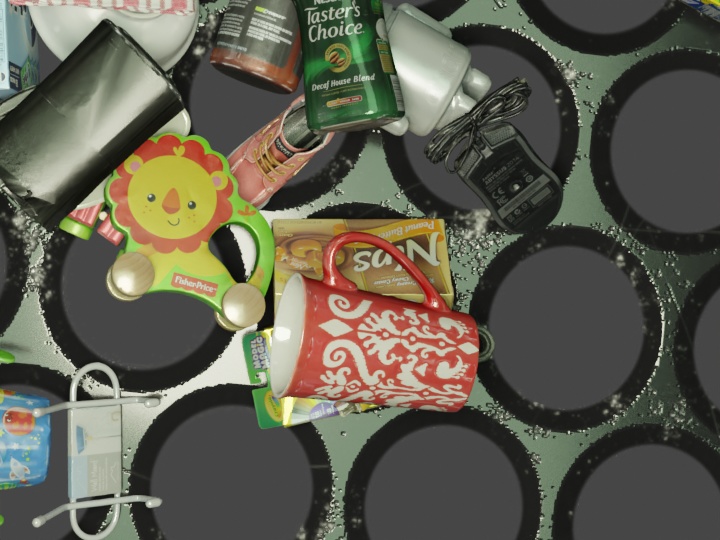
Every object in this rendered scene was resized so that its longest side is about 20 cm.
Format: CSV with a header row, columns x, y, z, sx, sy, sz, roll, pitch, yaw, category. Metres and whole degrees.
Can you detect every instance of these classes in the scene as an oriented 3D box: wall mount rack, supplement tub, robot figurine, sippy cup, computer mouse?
x,y,z,sx,sy,sz,roll,pitch,yaw,category
-0.300,0.204,1.627,0.173,0.074,0.201,-1,91,-43,wall mount rack
-0.089,-0.306,1.660,0.106,0.107,0.201,20,88,-5,supplement tub
0.046,-0.228,1.669,0.199,0.113,0.170,28,54,-5,robot figurine
-0.408,0.186,1.628,0.130,0.178,0.140,4,46,-16,sippy cup
0.162,-0.123,1.681,0.138,0.053,0.200,-36,129,4,computer mouse

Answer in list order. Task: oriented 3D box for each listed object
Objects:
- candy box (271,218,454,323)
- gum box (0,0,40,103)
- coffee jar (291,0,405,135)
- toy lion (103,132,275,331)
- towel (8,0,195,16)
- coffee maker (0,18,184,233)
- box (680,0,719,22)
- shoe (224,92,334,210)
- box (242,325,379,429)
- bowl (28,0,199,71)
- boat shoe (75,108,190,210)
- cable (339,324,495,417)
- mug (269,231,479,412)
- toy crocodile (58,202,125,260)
x,y,z,sx,sy,sz,roll,pitch,yaw,category
0.000,0.000,1.667,0.199,0.055,0.116,1,49,-6,candy box
-0.385,-0.285,1.599,0.044,0.170,0.201,-2,90,-1,gum box
-0.018,-0.250,1.571,0.104,0.085,0.201,-9,90,20,coffee jar
-0.186,-0.049,1.618,0.199,0.069,0.193,17,79,-12,toy lion
-0.272,-0.342,1.551,0.199,0.030,0.147,-1,82,-26,towel
-0.281,-0.143,1.507,0.200,0.192,0.135,-45,113,-4,coffee maker
0.366,-0.362,1.723,0.199,0.064,0.070,27,88,-5,box
-0.098,-0.132,1.667,0.200,0.091,0.072,-44,94,-4,shoe
-0.030,0.107,1.698,0.199,0.048,0.118,-11,92,-8,box
-0.256,-0.310,1.618,0.200,0.090,0.202,3,83,-27,bowl
-0.282,-0.125,1.647,0.200,0.062,0.073,-33,106,-17,boat shoe
0.049,0.090,1.675,0.199,0.050,0.098,-18,81,-18,cable
0.022,0.067,1.564,0.199,0.134,0.178,11,123,-15,mug
-0.279,-0.053,1.666,0.199,0.062,0.068,30,88,-4,toy crocodile
